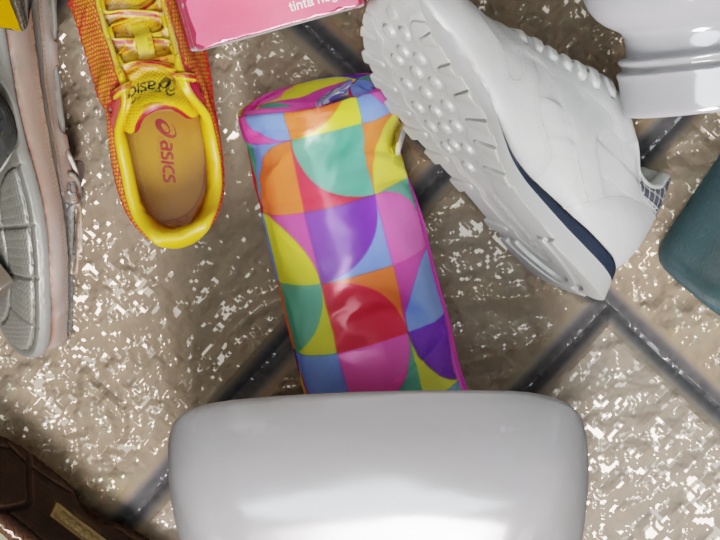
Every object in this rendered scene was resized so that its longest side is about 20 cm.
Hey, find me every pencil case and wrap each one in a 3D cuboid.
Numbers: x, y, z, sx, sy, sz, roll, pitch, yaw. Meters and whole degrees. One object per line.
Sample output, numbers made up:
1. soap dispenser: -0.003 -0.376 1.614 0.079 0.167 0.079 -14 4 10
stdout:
1. pencil case: 0.000 0.000 0.992 0.087 0.088 0.202 -10 102 6

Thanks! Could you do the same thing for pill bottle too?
1. pill bottle: 0.148 -0.174 0.925 0.108 0.109 0.202 -7 98 5

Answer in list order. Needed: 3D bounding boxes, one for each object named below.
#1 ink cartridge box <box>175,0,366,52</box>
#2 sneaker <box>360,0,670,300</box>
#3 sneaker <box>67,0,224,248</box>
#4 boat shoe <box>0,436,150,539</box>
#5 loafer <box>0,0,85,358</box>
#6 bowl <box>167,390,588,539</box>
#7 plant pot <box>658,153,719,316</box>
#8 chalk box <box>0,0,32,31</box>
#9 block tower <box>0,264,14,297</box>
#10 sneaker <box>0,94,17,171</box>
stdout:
1. ink cartridge box: -0.058 -0.212 0.918 0.084 0.145 0.202 -14 101 5
2. sneaker: 0.074 -0.075 0.950 0.081 0.076 0.200 -49 128 -12
3. sneaker: -0.099 -0.109 0.973 0.072 0.077 0.202 -17 102 -9
4. boat shoe: -0.144 0.169 1.050 0.202 0.075 0.075 44 124 -7
5. loafer: -0.159 -0.060 0.998 0.063 0.072 0.202 -18 105 -35
6. bowl: 0.009 0.134 0.961 0.198 0.200 0.075 -1 58 4
7. plant pot: 0.272 -0.015 0.911 0.195 0.200 0.197 31 101 -4
8. chalk box: -0.191 -0.229 0.898 0.123 0.125 0.202 9 72 4
9. block tower: -0.252 0.036 0.950 0.058 0.200 0.054 50 144 5
10. sneaker: -0.254 -0.039 0.926 0.199 0.085 0.075 -23 94 -20
